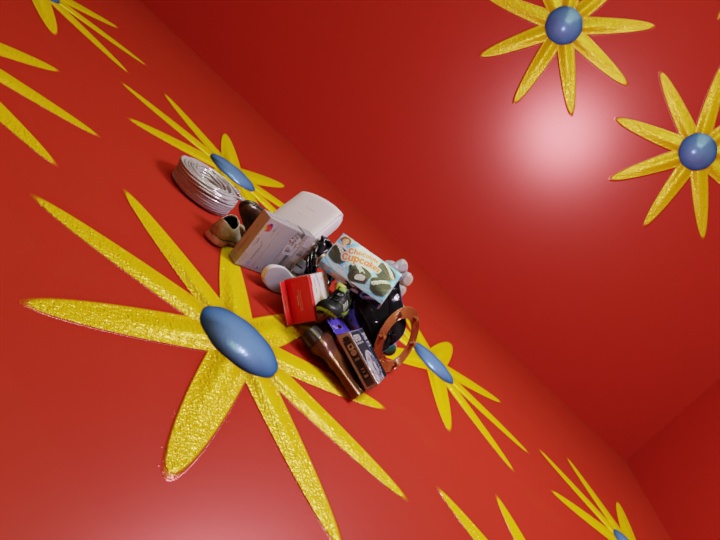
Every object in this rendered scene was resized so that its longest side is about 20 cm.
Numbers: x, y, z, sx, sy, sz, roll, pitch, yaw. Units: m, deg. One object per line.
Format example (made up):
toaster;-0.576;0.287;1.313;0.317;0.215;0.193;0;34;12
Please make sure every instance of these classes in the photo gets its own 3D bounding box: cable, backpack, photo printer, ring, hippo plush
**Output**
cable;-0.443;-0.243;1.795;0.200;0.069;0.200;43;13;4
backpack;0.034;0.120;1.787;0.146;0.182;0.202;17;-49;53
photo printer;-0.160;-0.153;1.885;0.166;0.070;0.200;32;48;18
ring;0.107;0.198;1.771;0.019;0.202;0.200;25;-1;38
hippo plush;0.097;0.030;2.512;0.198;0.161;0.161;-5;8;-15
cable;-0.108;0.002;1.838;0.050;0.165;0.200;11;-24;17

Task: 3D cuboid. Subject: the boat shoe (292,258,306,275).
boat shoe;-0.234;-0.045;1.834;0.200;0.074;0.067;44;-15;9

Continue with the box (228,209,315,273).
box;-0.230;-0.062;1.662;0.041;0.156;0.199;47;13;31

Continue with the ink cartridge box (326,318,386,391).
ink cartridge box;-0.005;0.199;1.597;0.201;0.043;0.198;60;6;7

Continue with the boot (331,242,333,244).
boot;-0.165;-0.083;2.130;0.199;0.072;0.155;36;13;-9

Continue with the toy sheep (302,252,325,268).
toy sheep;-0.177;-0.073;1.944;0.199;0.139;0.138;32;10;11

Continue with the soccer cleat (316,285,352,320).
soccer cleat;-0.063;0.079;1.583;0.067;0.082;0.200;23;1;10

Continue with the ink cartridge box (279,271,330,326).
ink cartridge box;-0.136;0.070;1.604;0.200;0.067;0.117;-18;98;-76

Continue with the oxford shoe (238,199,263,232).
oxford shoe;-0.278;-0.104;1.701;0.085;0.072;0.201;-92;167;-45

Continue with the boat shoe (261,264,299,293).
boat shoe;-0.210;0.016;1.677;0.066;0.070;0.200;41;9;31

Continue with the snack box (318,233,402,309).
snack box;0.000;0.000;1.685;0.199;0.116;0.037;35;-32;6

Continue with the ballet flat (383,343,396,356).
ballet flat;0.028;0.186;1.902;0.200;0.070;0.065;48;-14;10

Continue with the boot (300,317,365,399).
boot;-0.047;0.213;1.541;0.200;0.068;0.188;49;4;4

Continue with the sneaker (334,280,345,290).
sneaker;-0.010;0.114;1.985;0.199;0.078;0.090;36;21;-6

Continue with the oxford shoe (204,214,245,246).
oxford shoe;-0.338;-0.109;1.665;0.071;0.074;0.200;42;12;0
